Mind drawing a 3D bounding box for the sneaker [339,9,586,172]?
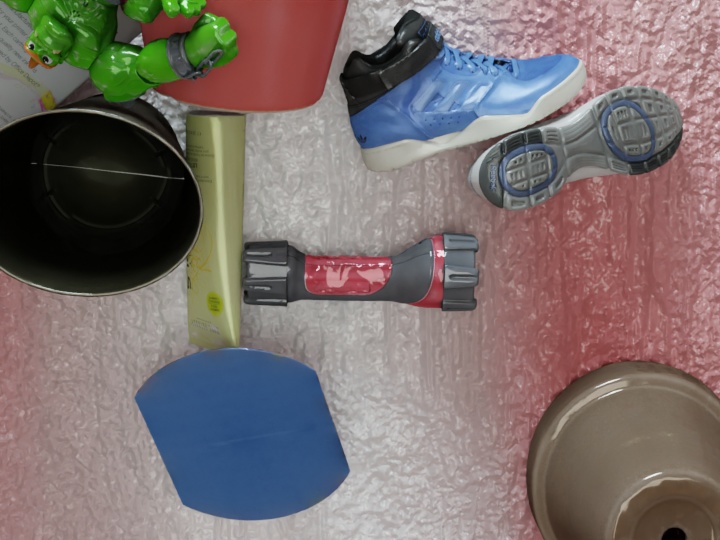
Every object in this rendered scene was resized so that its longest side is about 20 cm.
[{"bbox_3d":[0.080,-0.165,1.255,0.197,0.077,0.112,-18,110,9],"label":"sneaker"}]

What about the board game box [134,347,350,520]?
[{"bbox_3d":[-0.097,0.130,1.314,0.156,0.039,0.202,-11,127,10],"label":"board game box"}]

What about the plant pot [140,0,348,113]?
[{"bbox_3d":[-0.090,-0.227,1.195,0.197,0.201,0.180,5,109,-2],"label":"plant pot"}]

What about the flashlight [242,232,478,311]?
[{"bbox_3d":[0.000,0.000,1.290,0.197,0.068,0.069,2,102,-2],"label":"flashlight"}]

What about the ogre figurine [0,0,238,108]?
[{"bbox_3d":[-0.190,-0.198,1.110,0.199,0.099,0.120,30,130,-21],"label":"ogre figurine"}]

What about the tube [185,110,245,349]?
[{"bbox_3d":[-0.123,-0.031,1.287,0.051,0.058,0.203,2,100,3],"label":"tube"}]

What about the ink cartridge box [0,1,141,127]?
[{"bbox_3d":[-0.294,-0.189,1.212,0.199,0.083,0.146,-40,135,5],"label":"ink cartridge box"}]

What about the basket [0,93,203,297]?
[{"bbox_3d":[-0.206,-0.071,1.204,0.177,0.200,0.138,4,103,-3],"label":"basket"}]

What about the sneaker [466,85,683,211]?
[{"bbox_3d":[0.175,-0.106,1.273,0.197,0.087,0.076,-15,99,-17],"label":"sneaker"}]

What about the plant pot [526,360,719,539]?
[{"bbox_3d":[0.245,0.193,1.276,0.197,0.175,0.203,0,100,-2],"label":"plant pot"}]
